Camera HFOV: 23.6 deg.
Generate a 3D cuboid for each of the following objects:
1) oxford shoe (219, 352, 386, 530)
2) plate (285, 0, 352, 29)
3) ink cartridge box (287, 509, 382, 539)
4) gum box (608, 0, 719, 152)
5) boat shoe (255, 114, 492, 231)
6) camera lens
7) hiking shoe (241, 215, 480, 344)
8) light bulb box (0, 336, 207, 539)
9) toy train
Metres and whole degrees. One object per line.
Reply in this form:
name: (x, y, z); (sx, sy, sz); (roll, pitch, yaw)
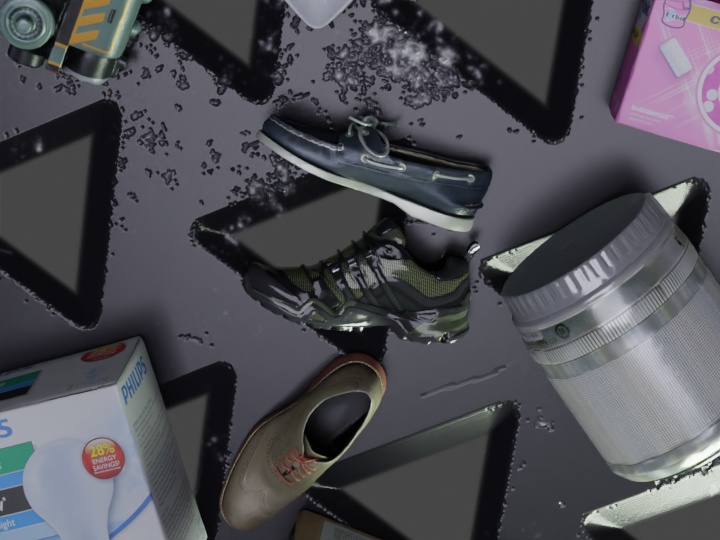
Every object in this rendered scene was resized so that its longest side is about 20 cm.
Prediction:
oxford shoe: (-0.057, 0.156, 1.502); (0.070, 0.075, 0.200); (38, 104, -7)
plate: (-0.030, -0.333, 1.395); (0.199, 0.032, 0.200); (-42, 98, 12)
ink cartridge box: (0.019, 0.302, 1.490); (0.199, 0.165, 0.076); (22, 105, -3)
gum box: (0.315, -0.153, 1.403); (0.198, 0.066, 0.114); (16, 107, -1)
boat shoe: (0.013, -0.094, 1.433); (0.199, 0.075, 0.062); (22, 107, -4)
camera lens: (0.229, 0.059, 1.416); (0.159, 0.160, 0.201); (-34, 100, 11)
hiking shoe: (0.000, 0.000, 1.468); (0.198, 0.076, 0.102); (8, 97, -8)
light bulb box: (-0.260, 0.189, 1.498); (0.197, 0.125, 0.201); (-15, 104, 7)
toy train: (-0.219, -0.246, 1.400); (0.113, 0.085, 0.201); (20, 114, -11)
